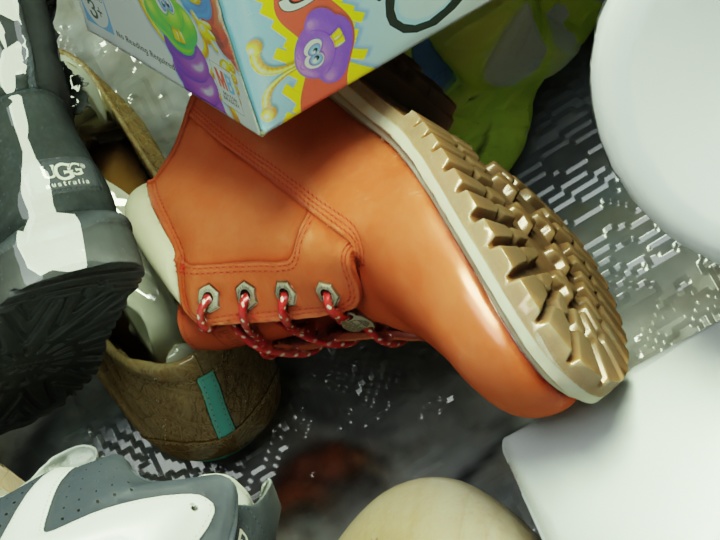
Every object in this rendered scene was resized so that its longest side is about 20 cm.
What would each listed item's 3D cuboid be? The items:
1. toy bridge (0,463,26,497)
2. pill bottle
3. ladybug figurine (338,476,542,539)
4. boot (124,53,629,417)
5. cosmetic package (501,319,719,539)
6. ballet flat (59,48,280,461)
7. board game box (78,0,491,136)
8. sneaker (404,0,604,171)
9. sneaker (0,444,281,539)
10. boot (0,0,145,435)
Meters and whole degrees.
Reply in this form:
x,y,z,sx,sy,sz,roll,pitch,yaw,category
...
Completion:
x,y,z,sx,sy,sz,roll,pitch,yaw,category
-0.128,0.088,0.904,0.067,0.200,0.027,-55,24,-6,toy bridge
0.135,-0.071,0.849,0.106,0.200,0.107,4,105,15,pill bottle
0.027,0.161,0.853,0.136,0.072,0.201,-25,54,50,ladybug figurine
0.000,0.000,0.870,0.107,0.075,0.200,-48,42,6,boot
0.153,0.053,0.840,0.200,0.113,0.081,-31,54,7,cosmetic package
-0.093,-0.023,0.985,0.068,0.072,0.200,-29,60,-8,ballet flat
0.012,-0.142,0.863,0.200,0.103,0.105,-31,37,-21,board game box
0.039,-0.107,0.971,0.105,0.076,0.200,40,87,29,sneaker
-0.044,0.118,0.846,0.199,0.080,0.130,28,56,31,sneaker
-0.134,-0.060,0.929,0.065,0.165,0.201,-9,70,-32,boot
